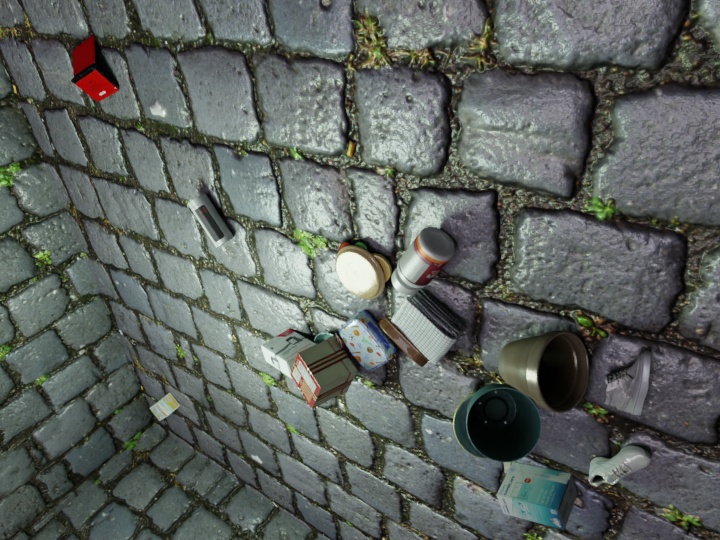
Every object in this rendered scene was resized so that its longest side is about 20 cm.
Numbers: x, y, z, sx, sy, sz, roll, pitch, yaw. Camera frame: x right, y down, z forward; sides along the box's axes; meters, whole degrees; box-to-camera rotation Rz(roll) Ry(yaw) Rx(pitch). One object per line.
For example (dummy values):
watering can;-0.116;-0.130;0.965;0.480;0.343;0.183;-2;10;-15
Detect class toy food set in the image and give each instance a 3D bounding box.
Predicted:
toy food set;0.000;0.000;1.637;0.197;0.049;0.201;36;137;15

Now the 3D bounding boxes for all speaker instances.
speaker;-0.573;-0.192;1.963;0.081;0.081;0.201;-21;104;46

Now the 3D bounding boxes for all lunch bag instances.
lunch bag;0.028;0.244;1.772;0.200;0.075;0.160;50;136;0

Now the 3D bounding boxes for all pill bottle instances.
pill bottle;0.169;-0.021;1.432;0.109;0.109;0.200;42;138;8

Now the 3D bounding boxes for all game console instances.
game console;-1.016;-0.769;1.970;0.199;0.120;0.172;-1;150;41

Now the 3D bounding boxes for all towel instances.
towel;0.202;0.165;1.559;0.200;0.085;0.166;43;145;14

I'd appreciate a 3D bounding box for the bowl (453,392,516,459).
bowl;0.382;0.468;1.589;0.200;0.200;0.108;43;180;7

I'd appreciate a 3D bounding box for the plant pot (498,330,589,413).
plant pot;0.463;0.251;1.342;0.173;0.199;0.201;0;121;60

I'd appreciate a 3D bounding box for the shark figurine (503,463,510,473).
shark figurine;0.429;0.568;1.667;0.213;0.089;0.130;7;90;28

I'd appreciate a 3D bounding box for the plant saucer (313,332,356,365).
plant saucer;-0.090;0.312;1.948;0.199;0.036;0.201;23;131;28

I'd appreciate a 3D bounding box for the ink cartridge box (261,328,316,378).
ink cartridge box;-0.270;0.320;1.996;0.199;0.145;0.084;18;128;48

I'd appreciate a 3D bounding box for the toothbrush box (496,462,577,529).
toothbrush box;0.550;0.697;1.600;0.199;0.146;0.086;-7;115;44

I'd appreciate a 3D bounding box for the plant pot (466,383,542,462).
plant pot;0.393;0.413;1.453;0.198;0.161;0.203;0;91;7

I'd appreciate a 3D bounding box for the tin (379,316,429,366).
tin;0.138;0.229;1.644;0.200;0.042;0.112;45;178;6

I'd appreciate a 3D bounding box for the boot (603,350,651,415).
boot;0.650;0.272;1.259;0.095;0.074;0.202;10;126;27

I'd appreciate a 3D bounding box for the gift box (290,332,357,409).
gift box;-0.130;0.348;1.852;0.201;0.186;0.185;56;144;23

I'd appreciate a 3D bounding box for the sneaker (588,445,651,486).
sneaker;0.709;0.545;1.406;0.070;0.080;0.201;44;136;8

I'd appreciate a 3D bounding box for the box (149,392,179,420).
box;-1.262;0.879;3.307;0.113;0.101;0.200;53;138;-5
